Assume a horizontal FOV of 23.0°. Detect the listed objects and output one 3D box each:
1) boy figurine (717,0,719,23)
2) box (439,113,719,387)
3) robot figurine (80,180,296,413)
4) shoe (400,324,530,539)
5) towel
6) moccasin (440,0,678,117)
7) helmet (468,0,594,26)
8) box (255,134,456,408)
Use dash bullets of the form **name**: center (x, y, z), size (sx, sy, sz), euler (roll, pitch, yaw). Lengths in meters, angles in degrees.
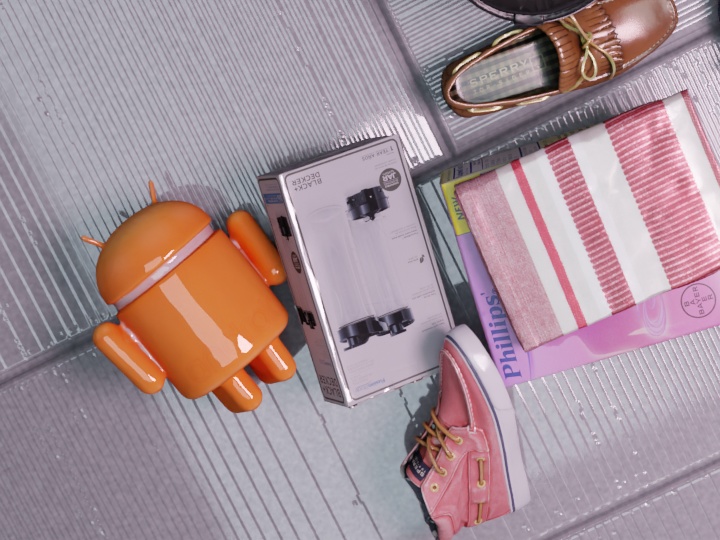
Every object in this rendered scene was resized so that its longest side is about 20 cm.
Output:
- **boy figurine**: center (0.314, -0.264, 1.420), size (0.124, 0.064, 0.201), euler (-13, 101, 8)
- **box**: center (0.184, -0.022, 1.449), size (0.199, 0.097, 0.177), euler (-16, 98, 7)
- **robot figurine**: center (-0.138, 0.025, 1.469), size (0.144, 0.117, 0.200), euler (-37, 96, 21)
- **shoe**: center (0.077, 0.140, 1.455), size (0.091, 0.072, 0.201), euler (-26, 129, -11)
- **towel**: center (0.190, -0.039, 1.388), size (0.199, 0.023, 0.145), euler (-23, 95, 5)
- **moccasin**: center (0.161, -0.179, 1.434), size (0.200, 0.078, 0.074), euler (-15, 98, 6)
- **helmet**: center (0.132, -0.305, 1.361), size (0.199, 0.191, 0.201), euler (2, 130, 3)
- **box**: center (0.000, 0.000, 1.461), size (0.116, 0.060, 0.201), euler (-21, 99, -21)
